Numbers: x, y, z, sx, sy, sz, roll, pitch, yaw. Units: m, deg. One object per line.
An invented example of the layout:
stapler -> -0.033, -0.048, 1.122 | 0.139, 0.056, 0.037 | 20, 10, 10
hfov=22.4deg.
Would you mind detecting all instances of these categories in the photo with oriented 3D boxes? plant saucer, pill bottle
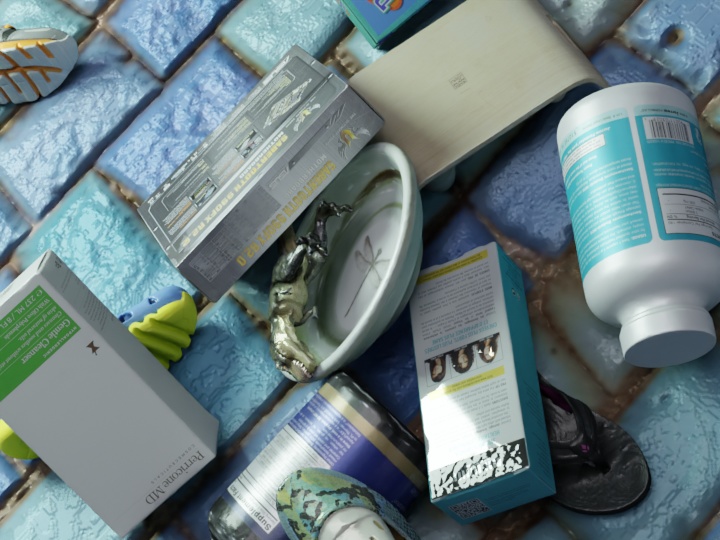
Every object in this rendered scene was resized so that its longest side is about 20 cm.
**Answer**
plant saucer -> 0.000, 0.000, 1.435 | 0.200, 0.050, 0.201 | -45, 31, 38
pill bottle -> 0.215, -0.032, 1.375 | 0.110, 0.111, 0.201 | -13, 64, 14
pill bottle -> -0.043, 0.183, 1.371 | 0.200, 0.112, 0.112 | -47, 61, -4

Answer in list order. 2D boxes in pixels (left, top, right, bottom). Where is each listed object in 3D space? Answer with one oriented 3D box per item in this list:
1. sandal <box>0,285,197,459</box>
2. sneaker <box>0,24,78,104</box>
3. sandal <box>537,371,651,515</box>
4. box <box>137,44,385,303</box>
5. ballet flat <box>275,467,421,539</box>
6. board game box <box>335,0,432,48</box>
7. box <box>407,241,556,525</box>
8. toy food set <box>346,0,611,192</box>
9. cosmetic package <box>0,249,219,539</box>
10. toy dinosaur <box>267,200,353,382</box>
sandal -> -0.228, 0.068, 1.508 | 0.199, 0.080, 0.087 | -32, 58, 2
sneaker -> -0.352, -0.196, 1.665 | 0.199, 0.078, 0.078 | -9, 56, 14
sandal -> 0.132, 0.112, 1.376 | 0.075, 0.048, 0.200 | -47, 60, -5
box -> -0.084, -0.083, 1.483 | 0.200, 0.048, 0.158 | -47, 27, 1
ballet flat -> 0.023, 0.215, 1.298 | 0.200, 0.074, 0.074 | 41, 83, -14
board game box -> 0.042, -0.311, 1.552 | 0.200, 0.045, 0.152 | -38, 94, -1
box -> 0.089, 0.083, 1.365 | 0.082, 0.049, 0.201 | -22, 52, 23
toy food set -> 0.090, -0.139, 1.503 | 0.199, 0.060, 0.144 | -33, 50, 2
cosmetic package -> -0.214, 0.095, 1.420 | 0.108, 0.085, 0.200 | -42, 101, 7
toy dinosaur -> -0.046, -0.009, 1.426 | 0.088, 0.047, 0.201 | -55, 23, 38
